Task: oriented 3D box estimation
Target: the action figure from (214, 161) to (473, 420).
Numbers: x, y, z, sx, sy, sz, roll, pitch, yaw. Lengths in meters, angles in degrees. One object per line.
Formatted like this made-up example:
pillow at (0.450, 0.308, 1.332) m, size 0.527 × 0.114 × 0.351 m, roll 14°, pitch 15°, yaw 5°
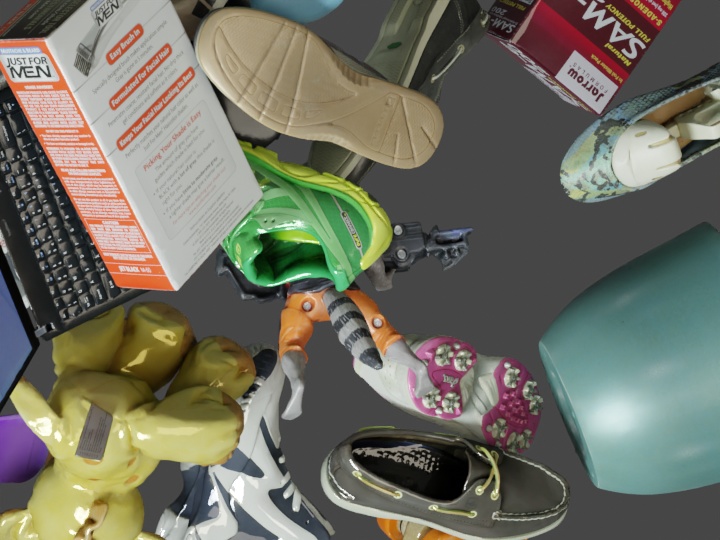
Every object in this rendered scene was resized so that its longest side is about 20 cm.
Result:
action figure at (0.000, 0.000, 1.621) m, size 0.199 × 0.105 × 0.195 m, roll -14°, pitch 67°, yaw -10°

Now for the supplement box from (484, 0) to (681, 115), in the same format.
supplement box at (0.194, -0.234, 1.696) m, size 0.109 × 0.061 × 0.201 m, roll 34°, pitch 90°, yaw -29°

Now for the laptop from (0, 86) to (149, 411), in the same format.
laptop at (-0.203, -0.027, 1.458) m, size 0.199 × 0.103 × 0.178 m, roll -26°, pitch 115°, yaw -18°

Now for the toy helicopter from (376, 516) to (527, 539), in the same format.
toy helicopter at (0.081, 0.261, 1.798) m, size 0.132 × 0.079 × 0.201 m, roll -10°, pitch 120°, yaw -31°

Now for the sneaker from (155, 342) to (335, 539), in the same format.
sneaker at (-0.068, 0.158, 1.687) m, size 0.129 × 0.079 × 0.200 m, roll 15°, pitch 94°, yaw -32°

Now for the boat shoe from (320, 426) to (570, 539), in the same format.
boat shoe at (0.073, 0.163, 1.694) m, size 0.200 × 0.061 × 0.072 m, roll 8°, pitch 63°, yaw -13°

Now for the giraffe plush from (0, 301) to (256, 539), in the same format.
giraffe plush at (-0.181, 0.136, 1.592) m, size 0.172 × 0.200 × 0.163 m, roll 26°, pitch 125°, yaw 9°

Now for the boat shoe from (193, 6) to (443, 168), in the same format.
boat shoe at (-0.035, -0.126, 1.507) m, size 0.199 × 0.065 × 0.072 m, roll 20°, pitch 93°, yaw -31°

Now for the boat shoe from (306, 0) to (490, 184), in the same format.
boat shoe at (0.031, -0.131, 1.628) m, size 0.068 × 0.072 × 0.201 m, roll 46°, pitch 65°, yaw -33°

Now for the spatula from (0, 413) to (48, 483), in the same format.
spatula at (-0.318, 0.124, 1.594) m, size 0.199 × 0.021 × 0.057 m, roll 7°, pitch 107°, yaw -25°

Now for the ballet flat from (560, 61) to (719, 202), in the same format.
ballet flat at (0.252, -0.112, 1.754) m, size 0.199 × 0.074 × 0.075 m, roll -32°, pitch 115°, yaw -13°

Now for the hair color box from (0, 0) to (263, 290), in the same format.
hair color box at (-0.152, -0.099, 1.459) m, size 0.111 × 0.064 × 0.201 m, roll -49°, pitch 129°, yaw -37°

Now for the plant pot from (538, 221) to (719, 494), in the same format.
plant pot at (0.236, 0.085, 1.740) m, size 0.160 × 0.201 × 0.202 m, roll -22°, pitch 114°, yaw -1°

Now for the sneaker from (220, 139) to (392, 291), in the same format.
sneaker at (-0.076, -0.038, 1.563) m, size 0.084 × 0.199 × 0.074 m, roll -58°, pitch 148°, yaw -29°

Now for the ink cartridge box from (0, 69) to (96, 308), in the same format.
ink cartridge box at (-0.275, -0.040, 1.528) m, size 0.200 × 0.084 × 0.145 m, roll -41°, pitch 118°, yaw -9°

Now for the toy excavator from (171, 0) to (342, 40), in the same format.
toy excavator at (-0.080, -0.208, 1.503) m, size 0.194 × 0.100 × 0.201 m, roll 22°, pitch 111°, yaw -19°

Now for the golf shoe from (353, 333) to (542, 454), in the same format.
golf shoe at (0.072, 0.091, 1.736) m, size 0.200 × 0.091 × 0.076 m, roll 34°, pitch 74°, yaw -50°

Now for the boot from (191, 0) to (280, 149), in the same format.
boot at (-0.063, -0.203, 1.583) m, size 0.164 × 0.066 × 0.201 m, roll -25°, pitch 109°, yaw -3°
